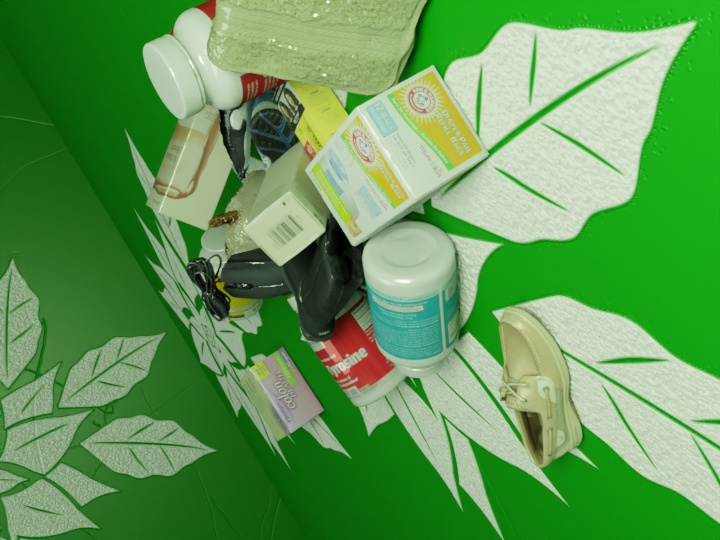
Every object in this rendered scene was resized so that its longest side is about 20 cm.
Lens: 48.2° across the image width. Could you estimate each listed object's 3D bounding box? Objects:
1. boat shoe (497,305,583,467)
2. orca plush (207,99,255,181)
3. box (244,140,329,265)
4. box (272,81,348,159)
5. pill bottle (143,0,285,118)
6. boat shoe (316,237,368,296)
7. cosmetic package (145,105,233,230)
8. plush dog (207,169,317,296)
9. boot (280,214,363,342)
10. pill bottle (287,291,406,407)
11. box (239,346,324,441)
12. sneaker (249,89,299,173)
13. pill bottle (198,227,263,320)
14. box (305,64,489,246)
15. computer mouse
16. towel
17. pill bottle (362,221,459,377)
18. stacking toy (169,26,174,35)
[{"bbox_3d":[0.193,0.135,0.911,0.072,0.065,0.201,20,137,57],"label":"boat shoe"},{"bbox_3d":[-0.183,-0.234,1.142,0.071,0.105,0.200,15,132,9],"label":"orca plush"},{"bbox_3d":[-0.085,-0.094,1.034,0.068,0.082,0.200,46,-157,-19],"label":"box"},{"bbox_3d":[-0.034,-0.161,1.023,0.200,0.050,0.075,56,158,3],"label":"box"},{"bbox_3d":[-0.130,-0.249,0.889,0.112,0.200,0.112,45,156,28],"label":"pill bottle"},{"bbox_3d":[0.000,0.000,1.136,0.200,0.074,0.060,32,147,53],"label":"boat shoe"},{"bbox_3d":[-0.254,-0.175,1.262,0.087,0.201,0.103,20,-179,-29],"label":"cosmetic package"},{"bbox_3d":[-0.167,-0.040,1.301,0.200,0.160,0.172,41,142,34],"label":"plush dog"},{"bbox_3d":[-0.053,-0.015,1.057,0.200,0.065,0.165,111,142,-62],"label":"boot"},{"bbox_3d":[-0.020,0.100,1.236,0.200,0.112,0.112,54,159,-5],"label":"pill bottle"},{"bbox_3d":[-0.190,0.296,1.909,0.176,0.097,0.200,56,159,6],"label":"box"},{"bbox_3d":[-0.109,-0.176,1.163,0.200,0.075,0.077,80,-179,-52],"label":"sneaker"},{"bbox_3d":[-0.269,0.003,1.667,0.109,0.109,0.200,41,153,36],"label":"pill bottle"},{"bbox_3d":[0.032,-0.117,0.871,0.113,0.101,0.200,58,158,-1],"label":"box"},{"bbox_3d":[-0.149,0.014,1.215,0.139,0.199,0.053,76,174,-49],"label":"computer mouse"},{"bbox_3d":[-0.044,-0.239,0.771,0.149,0.199,0.037,108,167,-48],"label":"towel"},{"bbox_3d":[0.066,0.045,1.001,0.111,0.111,0.200,40,151,38],"label":"pill bottle"},{"bbox_3d":[-0.235,-0.320,1.212,0.200,0.085,0.086,43,154,42],"label":"stacking toy"}]
